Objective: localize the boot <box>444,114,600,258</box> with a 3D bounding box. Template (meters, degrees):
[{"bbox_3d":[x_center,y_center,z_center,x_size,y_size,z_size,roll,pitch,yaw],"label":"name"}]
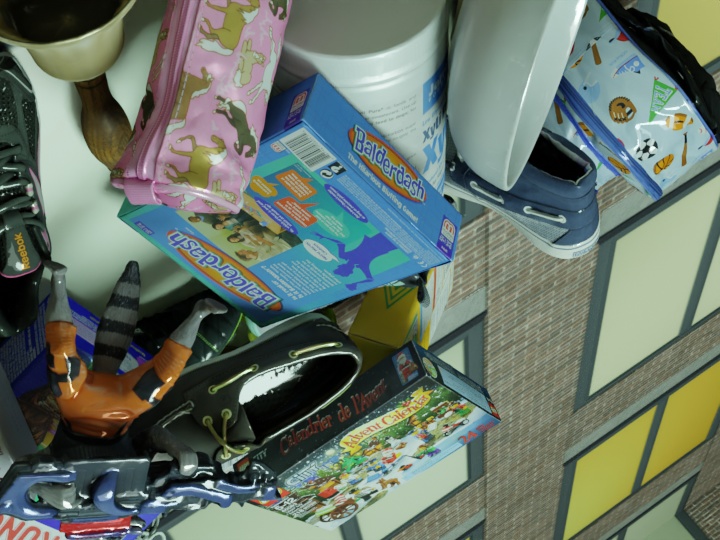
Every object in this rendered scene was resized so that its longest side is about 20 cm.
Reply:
[{"bbox_3d":[0.112,-0.096,0.814,0.073,0.199,0.091,-44,148,-20],"label":"boot"}]

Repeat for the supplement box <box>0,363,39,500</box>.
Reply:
[{"bbox_3d":[-0.329,0.129,0.671,0.197,0.061,0.110,-17,114,-4],"label":"supplement box"}]

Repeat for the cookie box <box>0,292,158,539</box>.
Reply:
[{"bbox_3d":[-0.236,0.146,0.782,0.200,0.075,0.171,-45,123,7],"label":"cookie box"}]

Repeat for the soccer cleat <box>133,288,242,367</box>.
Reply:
[{"bbox_3d":[-0.187,0.072,0.838,0.199,0.068,0.081,-37,135,-4],"label":"soccer cleat"}]

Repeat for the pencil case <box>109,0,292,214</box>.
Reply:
[{"bbox_3d":[-0.087,-0.132,0.591,0.085,0.083,0.203,13,90,-27],"label":"pencil case"}]

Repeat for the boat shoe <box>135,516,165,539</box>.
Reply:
[{"bbox_3d":[-0.235,0.254,1.002,0.073,0.068,0.201,-5,134,-42],"label":"boat shoe"}]

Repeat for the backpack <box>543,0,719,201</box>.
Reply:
[{"bbox_3d":[0.209,-0.150,0.849,0.155,0.191,0.199,-50,147,18],"label":"backpack"}]

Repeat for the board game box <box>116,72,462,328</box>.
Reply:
[{"bbox_3d":[-0.052,-0.038,0.704,0.198,0.045,0.152,-19,132,39],"label":"board game box"}]

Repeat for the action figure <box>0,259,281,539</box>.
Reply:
[{"bbox_3d":[-0.149,0.103,0.681,0.198,0.104,0.196,12,102,-28],"label":"action figure"}]

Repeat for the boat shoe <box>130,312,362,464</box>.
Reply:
[{"bbox_3d":[-0.091,0.100,0.744,0.200,0.060,0.072,-32,120,-17],"label":"boat shoe"}]

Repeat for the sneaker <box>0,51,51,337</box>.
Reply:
[{"bbox_3d":[-0.224,-0.041,0.633,0.080,0.086,0.202,-22,143,-28],"label":"sneaker"}]

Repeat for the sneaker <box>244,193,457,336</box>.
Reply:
[{"bbox_3d":[0.000,0.000,0.836,0.201,0.140,0.078,-53,149,1],"label":"sneaker"}]

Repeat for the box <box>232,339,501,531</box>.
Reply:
[{"bbox_3d":[0.007,0.150,0.871,0.199,0.038,0.136,-36,142,17],"label":"box"}]

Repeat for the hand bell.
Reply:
[{"bbox_3d":[-0.167,-0.117,0.620,0.103,0.105,0.201,-30,158,-15],"label":"hand bell"}]

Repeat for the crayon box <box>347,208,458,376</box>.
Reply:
[{"bbox_3d":[0.037,0.048,0.949,0.127,0.051,0.202,87,23,-52],"label":"crayon box"}]

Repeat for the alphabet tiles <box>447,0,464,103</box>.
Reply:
[{"bbox_3d":[0.097,-0.226,0.714,0.168,0.007,0.202,-57,163,-47],"label":"alphabet tiles"}]

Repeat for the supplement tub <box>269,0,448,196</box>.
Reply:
[{"bbox_3d":[-0.001,-0.119,0.727,0.131,0.132,0.201,-28,147,-17],"label":"supplement tub"}]

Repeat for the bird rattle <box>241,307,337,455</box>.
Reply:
[{"bbox_3d":[-0.067,0.122,0.955,0.201,0.111,0.165,78,29,-60],"label":"bird rattle"}]

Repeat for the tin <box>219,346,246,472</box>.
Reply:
[{"bbox_3d":[-0.147,0.155,1.002,0.111,0.042,0.202,-28,146,-27],"label":"tin"}]

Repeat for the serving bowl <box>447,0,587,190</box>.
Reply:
[{"bbox_3d":[0.104,-0.160,0.676,0.200,0.065,0.203,20,89,-77],"label":"serving bowl"}]
